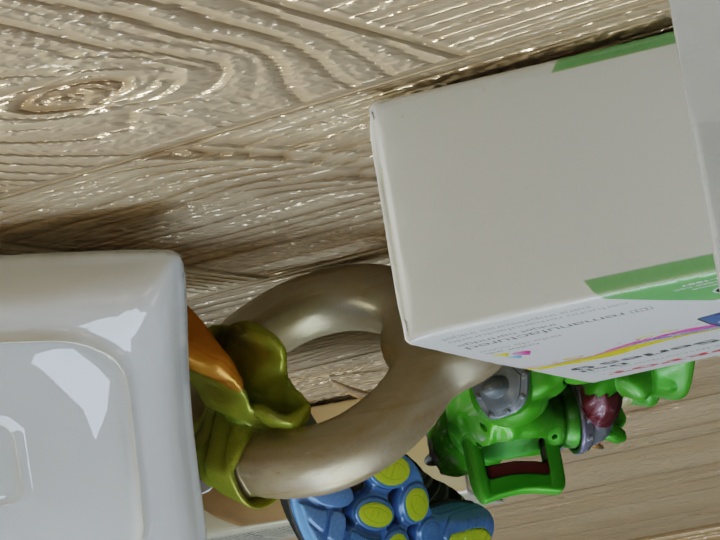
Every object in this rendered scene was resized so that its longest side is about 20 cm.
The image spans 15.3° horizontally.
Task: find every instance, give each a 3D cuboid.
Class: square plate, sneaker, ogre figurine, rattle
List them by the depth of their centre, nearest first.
[{"bbox_3d":[-0.164,0.070,1.079,0.198,0.028,0.200,-3,138,-2],"label":"square plate"},{"bbox_3d":[0.000,0.000,1.136,0.200,0.143,0.130,-24,-159,5],"label":"rattle"},{"bbox_3d":[0.000,0.120,1.361,0.083,0.071,0.200,27,177,26],"label":"sneaker"},{"bbox_3d":[0.100,0.061,1.371,0.120,0.098,0.200,-17,-176,-16],"label":"ogre figurine"}]

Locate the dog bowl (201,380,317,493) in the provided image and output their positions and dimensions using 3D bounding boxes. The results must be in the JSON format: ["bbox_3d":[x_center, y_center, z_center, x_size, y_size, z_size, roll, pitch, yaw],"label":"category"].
[{"bbox_3d":[-0.119,0.095,1.382,0.200,0.059,0.200,-19,174,-2],"label":"dog bowl"}]

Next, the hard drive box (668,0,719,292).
[{"bbox_3d":[0.191,-0.028,0.780,0.200,0.156,0.077,-1,167,-40],"label":"hard drive box"}]

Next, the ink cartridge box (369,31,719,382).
[{"bbox_3d":[0.109,-0.020,0.953,0.145,0.088,0.200,-13,171,20],"label":"ink cartridge box"}]

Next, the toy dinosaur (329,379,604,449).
[{"bbox_3d":[0.089,0.084,1.582,0.106,0.060,0.200,-15,168,38],"label":"toy dinosaur"}]

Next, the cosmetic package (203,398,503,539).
[{"bbox_3d":[-0.020,0.124,1.677,0.200,0.071,0.105,-11,169,13],"label":"cosmetic package"}]
